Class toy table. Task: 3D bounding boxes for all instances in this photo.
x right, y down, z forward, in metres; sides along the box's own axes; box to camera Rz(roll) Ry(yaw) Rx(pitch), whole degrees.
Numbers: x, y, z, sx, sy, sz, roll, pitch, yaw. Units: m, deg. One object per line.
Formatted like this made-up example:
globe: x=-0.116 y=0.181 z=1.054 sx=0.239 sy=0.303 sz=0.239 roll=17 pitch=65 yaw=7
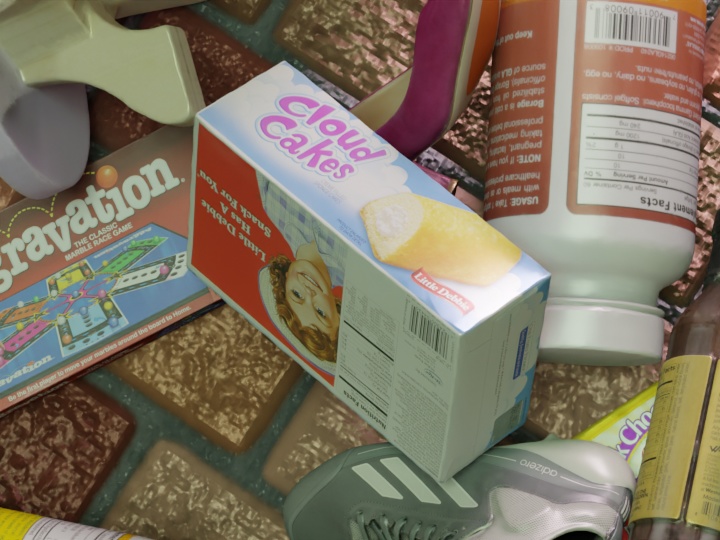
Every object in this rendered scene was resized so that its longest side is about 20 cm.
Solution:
toy table: x=-0.158 y=-0.152 z=1.555 sx=0.117 sy=0.184 sz=0.201 roll=-21 pitch=91 yaw=24

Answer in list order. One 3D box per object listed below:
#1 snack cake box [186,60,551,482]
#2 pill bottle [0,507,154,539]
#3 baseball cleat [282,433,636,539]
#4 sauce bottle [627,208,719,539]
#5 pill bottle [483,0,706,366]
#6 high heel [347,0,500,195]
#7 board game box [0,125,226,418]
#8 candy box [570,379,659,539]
snack cake box: x=0.000 y=0.000 z=1.489 sx=0.067 sy=0.115 sz=0.200 roll=-33 pitch=58 yaw=-30
pill bottle: x=-0.162 y=0.185 z=1.537 sx=0.199 sy=0.104 sz=0.105 roll=11 pitch=84 yaw=12
baseball cleat: x=0.040 y=0.132 z=1.490 sx=0.199 sy=0.107 sz=0.070 roll=-13 pitch=119 yaw=25
sauce bottle: x=0.182 y=0.063 z=1.475 sx=0.064 sy=0.065 sz=0.201 roll=12 pitch=69 yaw=12
pill bottle: x=0.120 y=-0.054 z=1.511 sx=0.111 sy=0.112 sz=0.201 roll=3 pitch=83 yaw=11
high heel: x=0.014 y=-0.099 z=1.514 sx=0.095 sy=0.201 sz=0.067 roll=22 pitch=48 yaw=10
board game box: x=-0.157 y=0.003 z=1.605 sx=0.199 sy=0.019 sz=0.103 roll=-27 pitch=77 yaw=6
candy box: x=0.189 y=0.096 z=1.521 sx=0.200 sy=0.026 sz=0.102 roll=-35 pitch=74 yaw=5
